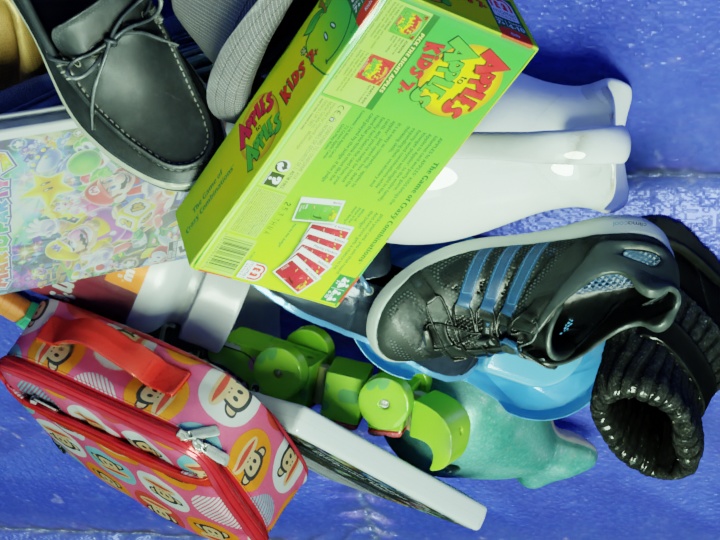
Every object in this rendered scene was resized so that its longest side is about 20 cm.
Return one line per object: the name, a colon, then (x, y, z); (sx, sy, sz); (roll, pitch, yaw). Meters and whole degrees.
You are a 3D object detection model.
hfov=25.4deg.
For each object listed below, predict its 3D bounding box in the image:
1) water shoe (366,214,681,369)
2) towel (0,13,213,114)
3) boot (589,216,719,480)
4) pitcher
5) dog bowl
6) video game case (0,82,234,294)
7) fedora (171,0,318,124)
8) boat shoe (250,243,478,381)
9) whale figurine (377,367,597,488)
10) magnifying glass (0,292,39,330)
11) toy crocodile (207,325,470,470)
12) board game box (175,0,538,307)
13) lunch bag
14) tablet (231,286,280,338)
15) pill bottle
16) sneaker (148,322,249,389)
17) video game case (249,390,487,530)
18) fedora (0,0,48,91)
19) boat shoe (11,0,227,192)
water shoe: (0.096, 0.022, 0.978); (0.198, 0.079, 0.072); (-19, 126, 12)
towel: (-0.160, -0.089, 0.992); (0.199, 0.049, 0.112); (-26, 156, -6)
boot: (0.236, 0.079, 1.101); (0.210, 0.159, 0.079); (34, 136, -26)
pitcher: (0.063, -0.076, 0.955); (0.198, 0.123, 0.172); (1, -178, 8)
dog bowl: (0.084, 0.032, 1.127); (0.198, 0.112, 0.050); (19, -174, -9)
video game case: (-0.175, -0.045, 0.970); (0.198, 0.018, 0.144); (-12, 143, -22)
fedora: (-0.034, -0.177, 0.880); (0.090, 0.177, 0.200); (44, 125, 11)
boat shoe: (0.000, 0.000, 1.053); (0.199, 0.084, 0.069); (24, 113, -23)
whale figurine: (0.098, 0.126, 1.237); (0.158, 0.104, 0.200); (-24, 131, 36)
magnifying glass: (-0.253, 0.044, 1.281); (0.199, 0.023, 0.079); (34, 147, -21)
toy crocodile: (-0.015, 0.086, 1.148); (0.198, 0.067, 0.062); (16, 108, 13)
board game box: (-0.006, -0.074, 0.861); (0.101, 0.048, 0.200); (15, 127, -34)
lunch bag: (-0.142, 0.095, 1.072); (0.199, 0.082, 0.177); (19, 153, 30)
tablet: (-0.125, 0.014, 1.225); (0.129, 0.014, 0.201); (8, 142, 3)
pill bottle: (-0.172, -0.023, 1.101); (0.198, 0.110, 0.110); (23, 141, -7)
sneaker: (-0.161, 0.070, 1.237); (0.079, 0.078, 0.200); (-10, 137, 42)
video game case: (-0.030, 0.129, 1.179); (0.199, 0.024, 0.181); (33, 166, -38)
fedora: (-0.230, -0.155, 0.982); (0.198, 0.082, 0.201); (6, 142, 5)
boat shoe: (-0.144, -0.130, 0.891); (0.201, 0.074, 0.062); (56, 167, -1)
